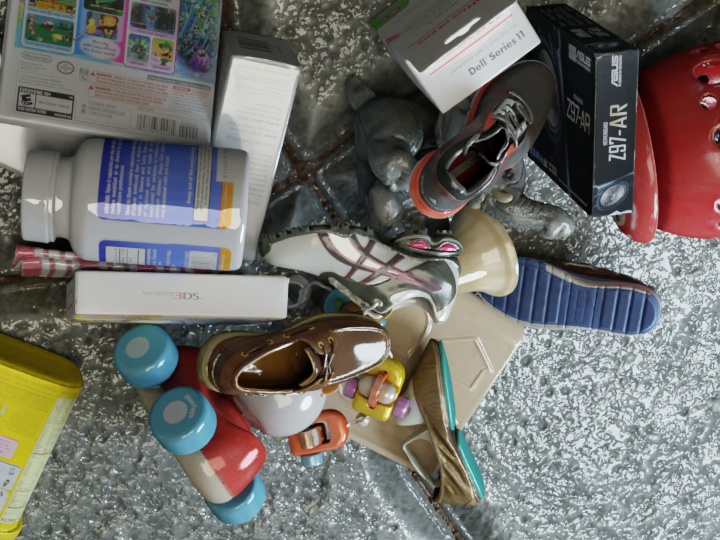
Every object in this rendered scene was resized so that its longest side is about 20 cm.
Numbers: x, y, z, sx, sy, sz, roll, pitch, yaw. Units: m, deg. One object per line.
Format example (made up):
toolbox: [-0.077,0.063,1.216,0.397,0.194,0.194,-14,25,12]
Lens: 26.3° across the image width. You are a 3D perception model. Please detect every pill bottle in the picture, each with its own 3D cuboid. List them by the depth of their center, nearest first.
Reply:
pill bottle: [-0.203,-0.062,1.396,0.199,0.112,0.113,5,111,-7]

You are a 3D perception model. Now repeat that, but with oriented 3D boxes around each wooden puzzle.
wooden puzzle: [0.052,0.099,1.659,0.185,0.046,0.201,28,99,-22]

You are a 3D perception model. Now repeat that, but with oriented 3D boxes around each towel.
towel: [-0.237,-0.009,1.497,0.199,0.146,0.030,2,87,-14]

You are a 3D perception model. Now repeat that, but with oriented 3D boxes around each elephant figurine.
elephant figurine: [0.099,-0.111,1.530,0.199,0.142,0.156,-9,116,-9]

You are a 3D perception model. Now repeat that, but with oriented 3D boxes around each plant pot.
plant pot: [0.336,-0.124,1.550,0.181,0.201,0.201,-10,114,1]

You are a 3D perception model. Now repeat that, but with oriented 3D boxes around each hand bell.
hand bell: [0.051,0.016,1.550,0.199,0.104,0.105,-25,118,-27]

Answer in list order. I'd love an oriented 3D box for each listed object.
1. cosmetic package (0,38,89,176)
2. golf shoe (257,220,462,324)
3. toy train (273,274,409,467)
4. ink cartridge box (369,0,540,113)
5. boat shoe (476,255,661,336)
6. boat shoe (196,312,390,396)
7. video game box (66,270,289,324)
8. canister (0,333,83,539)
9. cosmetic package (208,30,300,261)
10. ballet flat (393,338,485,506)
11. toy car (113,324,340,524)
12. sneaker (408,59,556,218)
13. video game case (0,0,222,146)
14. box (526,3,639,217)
cosmetic package: [-0.296,-0.139,1.458,0.199,0.074,0.102,27,102,-19]
golf shoe: [0.000,0.000,1.479,0.199,0.077,0.089,4,81,-7]
toy train: [-0.029,0.103,1.585,0.149,0.056,0.201,-5,95,10]
ink cartridge box: [0.091,-0.220,1.448,0.117,0.200,0.067,-36,115,4]
boat shoe: [0.221,0.025,1.644,0.199,0.072,0.073,15,107,9]
boat shoe: [-0.053,0.086,1.450,0.199,0.067,0.072,-7,107,-31]
video game box: [-0.183,0.029,1.500,0.199,0.182,0.047,1,83,-13]
canister: [-0.384,0.170,1.565,0.148,0.087,0.201,23,104,-20]
cosmetic package: [-0.119,-0.121,1.497,0.074,0.102,0.201,9,111,-14]
ballet flat: [0.076,0.168,1.637,0.072,0.068,0.201,-12,116,10]
toy car: [-0.111,0.119,1.545,0.199,0.177,0.185,-32,141,-6]
sneaker: [0.131,-0.125,1.438,0.077,0.082,0.200,45,67,-12]
video game case: [-0.228,-0.209,1.420,0.199,0.024,0.183,8,79,-23]
box: [0.213,-0.160,1.500,0.043,0.200,0.161,-7,114,-11]
